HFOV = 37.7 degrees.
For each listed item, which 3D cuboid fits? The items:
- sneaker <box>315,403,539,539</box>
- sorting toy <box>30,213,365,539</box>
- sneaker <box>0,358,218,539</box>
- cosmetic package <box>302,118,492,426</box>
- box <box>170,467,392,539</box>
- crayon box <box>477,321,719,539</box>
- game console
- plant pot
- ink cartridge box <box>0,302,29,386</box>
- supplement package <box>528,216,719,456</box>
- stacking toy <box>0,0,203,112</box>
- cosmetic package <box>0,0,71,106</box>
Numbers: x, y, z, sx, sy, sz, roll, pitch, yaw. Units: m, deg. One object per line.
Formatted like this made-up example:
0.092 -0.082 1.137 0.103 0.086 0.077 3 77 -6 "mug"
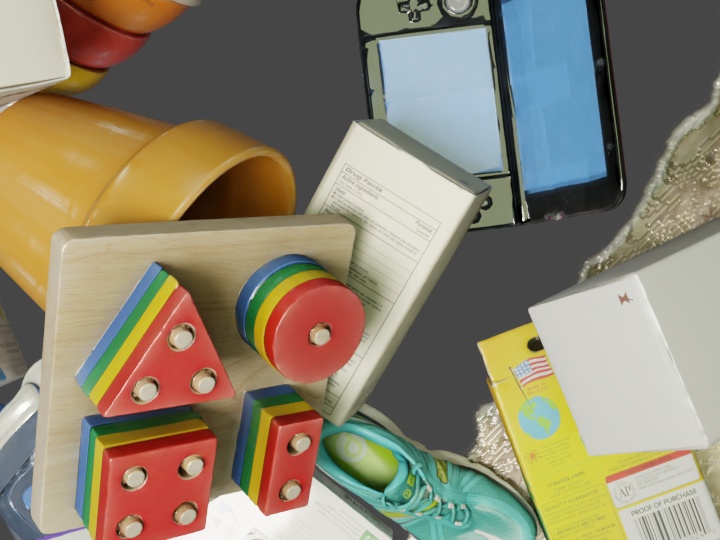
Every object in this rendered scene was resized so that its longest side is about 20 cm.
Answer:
0.041 0.167 0.794 0.200 0.080 0.078 27 91 2 "sneaker"
-0.091 0.073 0.660 0.200 0.070 0.199 -5 117 -35 "sorting toy"
-0.199 0.128 0.788 0.200 0.081 0.147 -22 87 21 "sneaker"
0.000 0.000 0.770 0.105 0.071 0.200 34 107 9 "cosmetic package"
-0.091 0.238 0.821 0.144 0.036 0.200 39 90 2 "box"
0.179 0.125 0.803 0.127 0.051 0.200 -20 89 2 "crayon box"
0.088 -0.131 0.776 0.172 0.119 0.200 -7 89 2 "game console"
-0.177 -0.035 0.759 0.183 0.200 0.200 29 91 17 "plant pot"
-0.333 0.003 0.791 0.068 0.115 0.200 -23 89 1 "ink cartridge box"
0.240 0.033 0.729 0.200 0.117 0.117 -21 89 -29 "supplement package"
-0.226 -0.184 0.798 0.146 0.146 0.200 41 106 2 "stacking toy"
-0.273 -0.156 0.697 0.087 0.200 0.104 -16 101 -32 "cosmetic package"
